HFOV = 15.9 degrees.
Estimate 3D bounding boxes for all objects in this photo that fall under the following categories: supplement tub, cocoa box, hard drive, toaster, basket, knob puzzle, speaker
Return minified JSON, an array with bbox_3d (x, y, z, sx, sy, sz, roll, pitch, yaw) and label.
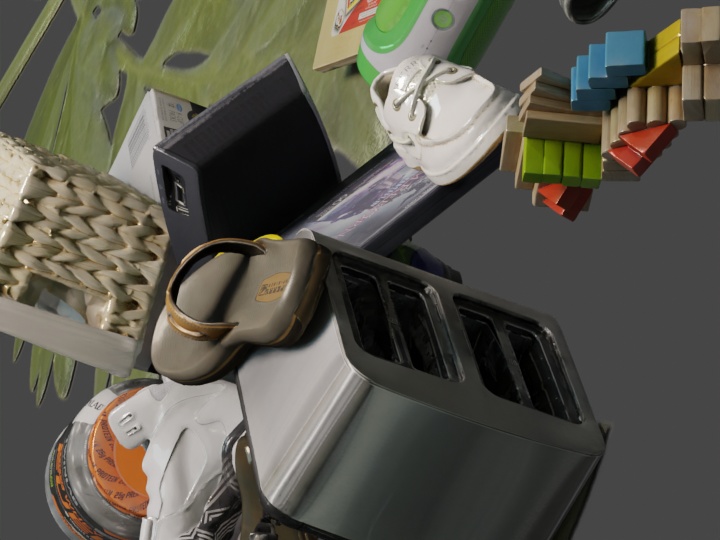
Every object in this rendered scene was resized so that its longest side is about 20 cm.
[{"bbox_3d":[-0.171,0.150,1.958,0.200,0.122,0.123,138,145,-72],"label":"supplement tub"},{"bbox_3d":[-0.120,-0.020,1.986,0.134,0.131,0.200,-61,25,28],"label":"cocoa box"},{"bbox_3d":[-0.069,-0.041,1.801,0.042,0.135,0.201,38,154,36],"label":"hard drive"},{"bbox_3d":[0.027,0.084,1.482,0.119,0.180,0.200,-60,24,26],"label":"toaster"},{"bbox_3d":[-0.226,-0.017,1.888,0.124,0.135,0.200,-67,22,4],"label":"basket"},{"bbox_3d":[0.030,-0.252,1.925,0.220,0.030,0.221,-51,31,46],"label":"knob puzzle"},{"bbox_3d":[0.072,-0.204,1.716,0.201,0.088,0.089,-60,25,30],"label":"speaker"}]

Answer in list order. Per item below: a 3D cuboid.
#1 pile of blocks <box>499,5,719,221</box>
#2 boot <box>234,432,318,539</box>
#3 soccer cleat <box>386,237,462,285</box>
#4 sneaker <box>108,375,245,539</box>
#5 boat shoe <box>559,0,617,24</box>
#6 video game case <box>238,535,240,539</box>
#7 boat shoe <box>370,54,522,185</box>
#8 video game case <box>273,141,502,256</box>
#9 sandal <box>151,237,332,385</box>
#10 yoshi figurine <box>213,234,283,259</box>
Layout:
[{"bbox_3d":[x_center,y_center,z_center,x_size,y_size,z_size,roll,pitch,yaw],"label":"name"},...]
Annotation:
[{"bbox_3d":[0.138,-0.081,1.464,0.200,0.082,0.063,-42,37,52],"label":"pile of blocks"},{"bbox_3d":[-0.074,0.204,1.638,0.075,0.096,0.201,-164,59,-70],"label":"boot"},{"bbox_3d":[0.000,-0.001,1.739,0.200,0.083,0.065,-158,81,-69],"label":"soccer cleat"},{"bbox_3d":[-0.137,0.157,1.824,0.201,0.115,0.075,-58,-13,1],"label":"sneaker"},{"bbox_3d":[0.169,-0.231,1.538,0.201,0.072,0.071,113,151,-42],"label":"boat shoe"},{"bbox_3d":[-0.060,0.155,1.867,0.200,0.018,0.144,-50,32,46],"label":"video game case"},{"bbox_3d":[0.045,-0.102,1.628,0.071,0.069,0.200,-45,13,-10],"label":"boat shoe"},{"bbox_3d":[0.017,-0.048,1.713,0.143,0.019,0.200,-38,12,-18],"label":"video game case"},{"bbox_3d":[-0.081,0.017,1.487,0.200,0.054,0.082,-14,57,64],"label":"sandal"},{"bbox_3d":[-0.044,0.074,1.655,0.111,0.200,0.113,8,58,27],"label":"yoshi figurine"}]
